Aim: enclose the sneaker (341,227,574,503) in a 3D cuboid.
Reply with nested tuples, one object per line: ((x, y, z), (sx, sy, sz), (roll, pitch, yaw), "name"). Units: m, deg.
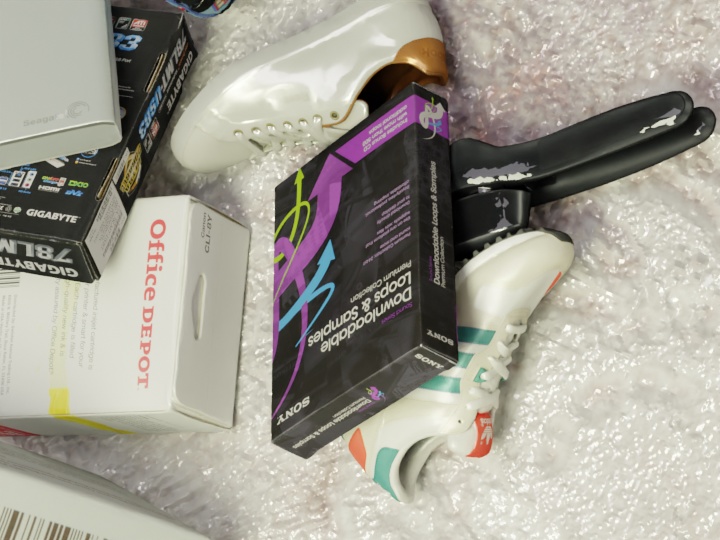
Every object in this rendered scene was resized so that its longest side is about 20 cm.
((0.070, 0.062, 1.489), (0.200, 0.070, 0.093), (-42, 64, 19), "sneaker")

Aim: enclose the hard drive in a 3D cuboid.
((-0.229, -0.151, 1.604), (0.132, 0.026, 0.200), (-12, 50, 3), "hard drive")

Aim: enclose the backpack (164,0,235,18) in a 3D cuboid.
((-0.130, -0.276, 1.617), (0.134, 0.183, 0.200), (10, 87, 22), "backpack")

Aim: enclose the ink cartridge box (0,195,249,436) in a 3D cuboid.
((-0.181, 0.035, 1.620), (0.200, 0.083, 0.145), (-3, 75, 28), "ink cartridge box")

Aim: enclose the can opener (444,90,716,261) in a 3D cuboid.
((0.126, -0.063, 1.489), (0.200, 0.063, 0.079), (-21, 70, 26), "can opener")

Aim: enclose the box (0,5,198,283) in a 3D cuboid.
((-0.233, -0.095, 1.606), (0.200, 0.050, 0.199), (8, 54, 17), "box")

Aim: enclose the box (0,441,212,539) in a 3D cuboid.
((-0.240, 0.210, 1.516), (0.171, 0.199, 0.200), (20, 88, 56), "box")

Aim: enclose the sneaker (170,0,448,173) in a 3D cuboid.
((-0.034, -0.105, 1.582), (0.200, 0.073, 0.085), (-30, 63, 17), "sneaker")

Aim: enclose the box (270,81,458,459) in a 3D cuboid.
((0.000, 0.000, 1.500), (0.143, 0.036, 0.200), (-35, 43, 38), "box")
